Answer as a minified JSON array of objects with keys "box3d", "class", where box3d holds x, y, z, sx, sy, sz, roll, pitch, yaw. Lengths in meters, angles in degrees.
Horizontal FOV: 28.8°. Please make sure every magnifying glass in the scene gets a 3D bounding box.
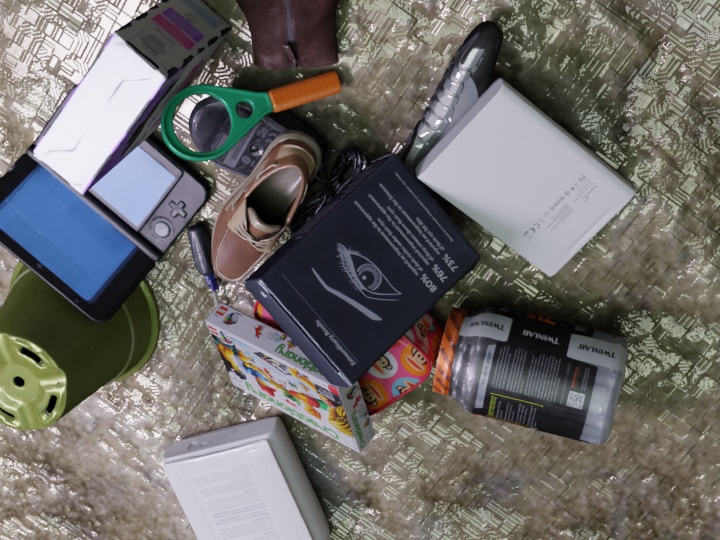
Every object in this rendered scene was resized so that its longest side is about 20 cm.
[{"box3d":[-0.116,-0.173,1.491,0.198,0.022,0.080,-19,88,-12],"class":"magnifying glass"}]

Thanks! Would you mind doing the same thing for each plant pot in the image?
[{"box3d":[-0.363,0.088,1.644,0.198,0.190,0.202,6,116,13],"class":"plant pot"}]

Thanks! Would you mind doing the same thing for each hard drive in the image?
[{"box3d":[0.173,-0.093,1.461,0.199,0.026,0.132,34,112,-25],"class":"hard drive"}]

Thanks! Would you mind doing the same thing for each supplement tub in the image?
[{"box3d":[0.186,0.110,1.543,0.198,0.123,0.124,14,117,8],"class":"supplement tub"}]

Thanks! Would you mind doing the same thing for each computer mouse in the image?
[{"box3d":[-0.098,-0.131,1.553,0.199,0.053,0.139,33,120,-13],"class":"computer mouse"}]

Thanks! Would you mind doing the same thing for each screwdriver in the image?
[{"box3d":[-0.165,0.037,1.661,0.029,0.028,0.202,-22,112,-8],"class":"screwdriver"}]

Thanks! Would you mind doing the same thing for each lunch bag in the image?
[{"box3d":[-0.021,0.070,1.600,0.200,0.082,0.176,46,126,-9],"class":"lunch bag"}]

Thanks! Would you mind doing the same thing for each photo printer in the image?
[{"box3d":[-0.136,0.291,1.744,0.165,0.070,0.202,-16,110,21],"class":"photo printer"}]

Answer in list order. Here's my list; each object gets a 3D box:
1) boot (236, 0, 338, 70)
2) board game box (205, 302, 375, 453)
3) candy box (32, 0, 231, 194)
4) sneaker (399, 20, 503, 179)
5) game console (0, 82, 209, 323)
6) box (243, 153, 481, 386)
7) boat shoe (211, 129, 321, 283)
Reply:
[{"box3d":[-0.037,-0.296,1.460,0.198,0.073,0.168,-3,125,15],"class":"boot"},{"box3d":[-0.080,0.121,1.600,0.199,0.035,0.127,24,150,31],"class":"board game box"},{"box3d":[-0.236,-0.193,1.472,0.071,0.200,0.168,39,118,-5],"class":"candy box"},{"box3d":[0.128,-0.159,1.469,0.115,0.075,0.201,27,127,-5],"class":"sneaker"},{"box3d":[-0.304,-0.078,1.593,0.200,0.117,0.176,40,118,-6],"class":"game console"},{"box3d":[0.000,0.000,1.465,0.200,0.104,0.148,-42,98,-12],"class":"box"},{"box3d":[-0.111,-0.061,1.523,0.075,0.072,0.201,25,121,-9],"class":"boat shoe"}]
